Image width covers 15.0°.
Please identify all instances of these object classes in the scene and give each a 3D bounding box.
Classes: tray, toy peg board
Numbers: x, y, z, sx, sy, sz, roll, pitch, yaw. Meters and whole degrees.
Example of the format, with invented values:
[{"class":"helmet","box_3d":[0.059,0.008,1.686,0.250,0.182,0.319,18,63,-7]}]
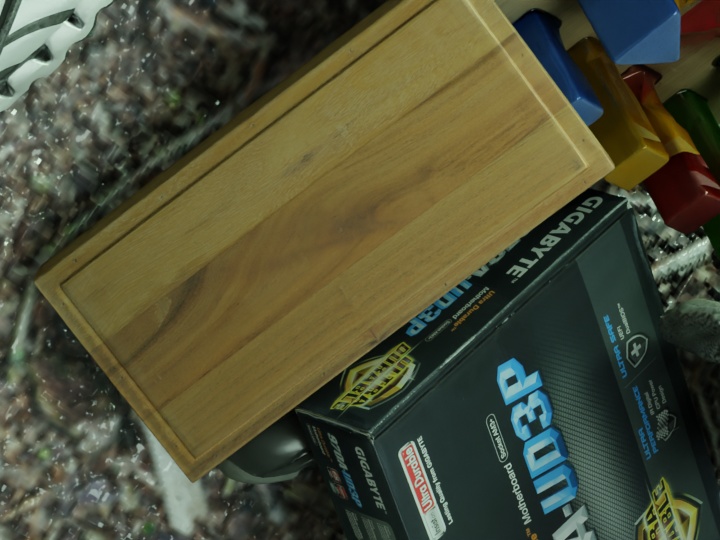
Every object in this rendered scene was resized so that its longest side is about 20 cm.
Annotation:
[{"class":"tray","box_3d":[-0.014,-0.020,1.029,0.200,0.037,0.099,-37,99,7]},{"class":"toy peg board","box_3d":[0.159,-0.094,1.084,0.200,0.098,0.199,-38,151,22]}]

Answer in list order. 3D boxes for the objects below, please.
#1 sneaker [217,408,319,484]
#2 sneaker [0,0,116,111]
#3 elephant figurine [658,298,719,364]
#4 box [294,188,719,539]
[{"class":"sneaker","box_3d":[0.000,0.000,1.111,0.200,0.075,0.079,-49,119,-21]},{"class":"sneaker","box_3d":[-0.147,-0.094,0.946,0.090,0.066,0.200,36,87,-44]},{"class":"elephant figurine","box_3d":[0.188,0.037,1.076,0.200,0.141,0.156,-11,122,-53]},{"class":"box","box_3d":[0.070,0.089,1.112,0.159,0.046,0.201,-40,127,-28]}]
